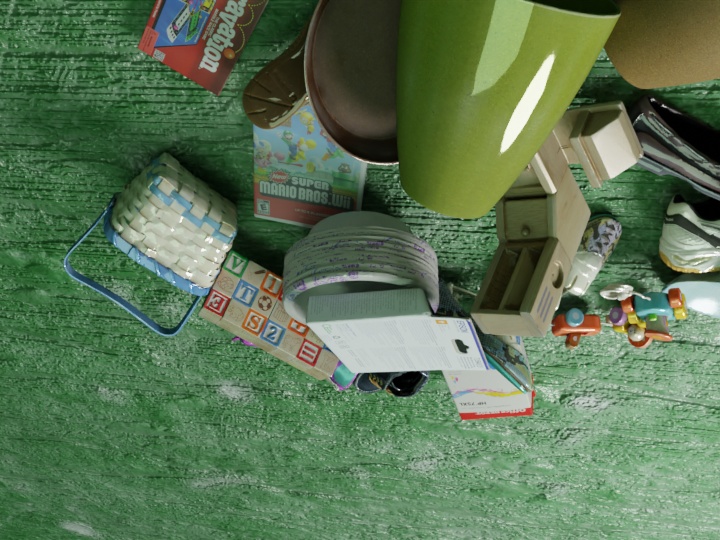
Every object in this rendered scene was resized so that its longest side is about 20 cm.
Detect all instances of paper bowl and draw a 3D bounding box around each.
[{"bbox_3d":[0.000,0.000,0.943,0.194,0.107,0.202,0,157,0],"label":"paper bowl"}]

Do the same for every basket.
[{"bbox_3d":[-0.255,-0.028,0.960,0.175,0.140,0.201,37,102,-25],"label":"basket"}]

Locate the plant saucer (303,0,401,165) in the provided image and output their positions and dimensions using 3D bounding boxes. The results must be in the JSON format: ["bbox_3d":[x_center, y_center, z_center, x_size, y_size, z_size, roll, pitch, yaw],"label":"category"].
[{"bbox_3d":[0.030,-0.205,0.718,0.196,0.034,0.205,-13,119,-25],"label":"plant saucer"}]

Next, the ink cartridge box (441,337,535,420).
[{"bbox_3d":[0.192,0.158,1.117,0.113,0.068,0.202,-8,133,20],"label":"ink cartridge box"}]

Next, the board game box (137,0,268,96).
[{"bbox_3d":[-0.152,-0.279,0.772,0.101,0.020,0.200,27,136,-17],"label":"board game box"}]

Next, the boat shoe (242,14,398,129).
[{"bbox_3d":[-0.037,-0.222,0.769,0.197,0.063,0.074,-30,101,16],"label":"boat shoe"}]

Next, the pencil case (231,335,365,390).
[{"bbox_3d":[-0.085,0.102,1.108,0.196,0.094,0.085,27,154,-13],"label":"pencil case"}]

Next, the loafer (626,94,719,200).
[{"bbox_3d":[0.362,-0.122,0.778,0.195,0.073,0.064,19,134,-2],"label":"loafer"}]

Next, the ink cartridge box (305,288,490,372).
[{"bbox_3d":[0.054,0.079,0.930,0.194,0.042,0.200,-2,155,16],"label":"ink cartridge box"}]

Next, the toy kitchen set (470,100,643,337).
[{"bbox_3d":[0.181,-0.066,0.763,0.161,0.183,0.201,0,140,43],"label":"toy kitchen set"}]

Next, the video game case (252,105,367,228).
[{"bbox_3d":[-0.062,-0.129,0.911,0.139,0.018,0.203,11,137,2],"label":"video game case"}]

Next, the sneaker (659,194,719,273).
[{"bbox_3d":[0.435,-0.052,0.830,0.194,0.076,0.090,-6,112,2],"label":"sneaker"}]

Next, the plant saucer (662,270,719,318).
[{"bbox_3d":[0.464,0.027,0.890,0.196,0.040,0.201,17,171,3],"label":"plant saucer"}]

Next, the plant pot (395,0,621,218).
[{"bbox_3d":[0.104,-0.158,0.667,0.182,0.189,0.204,14,121,-2],"label":"plant pot"}]

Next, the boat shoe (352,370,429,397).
[{"bbox_3d":[0.039,0.158,1.137,0.070,0.092,0.200,27,136,-17],"label":"boat shoe"}]

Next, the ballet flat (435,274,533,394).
[{"bbox_3d":[0.162,0.077,0.995,0.199,0.074,0.075,38,139,12],"label":"ballet flat"}]

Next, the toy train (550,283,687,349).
[{"bbox_3d":[0.323,0.069,0.952,0.146,0.057,0.200,2,164,-7],"label":"toy train"}]

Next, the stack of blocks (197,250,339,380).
[{"bbox_3d":[-0.109,0.051,1.032,0.197,0.117,0.058,29,159,-12],"label":"stack of blocks"}]

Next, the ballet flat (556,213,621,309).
[{"bbox_3d":[0.254,0.011,0.945,0.071,0.073,0.200,29,135,-18],"label":"ballet flat"}]

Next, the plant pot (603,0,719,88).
[{"bbox_3d":[0.300,-0.237,0.609,0.184,0.190,0.199,33,149,-22],"label":"plant pot"}]
